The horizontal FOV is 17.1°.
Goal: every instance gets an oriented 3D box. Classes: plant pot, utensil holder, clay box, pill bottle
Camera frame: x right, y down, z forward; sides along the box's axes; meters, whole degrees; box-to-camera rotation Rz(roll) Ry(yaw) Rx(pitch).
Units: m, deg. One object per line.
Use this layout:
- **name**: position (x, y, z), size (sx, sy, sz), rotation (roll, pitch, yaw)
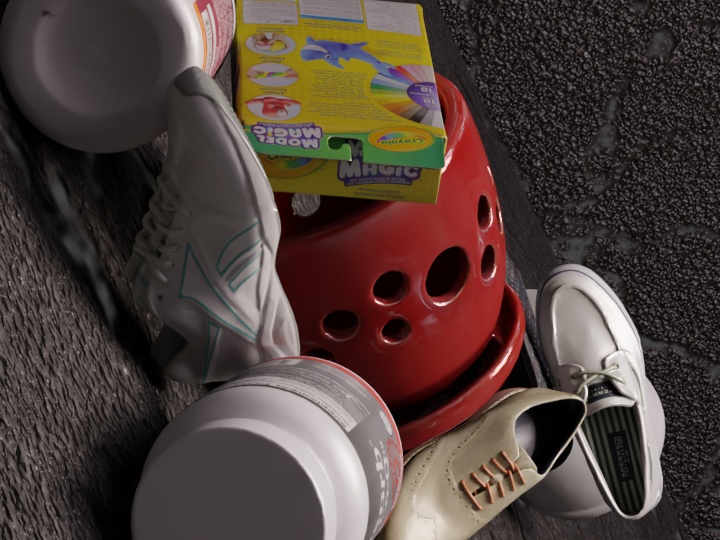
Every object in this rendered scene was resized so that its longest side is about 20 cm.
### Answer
- **plant pot**: position (0.000, 0.000, 1.460), size (0.201, 0.200, 0.183), rotation (-96, 163, -59)
- **utensil holder**: position (0.180, 0.126, 2.237), size (0.200, 0.169, 0.171), rotation (45, 24, -61)
- **clay box**: position (-0.015, -0.095, 1.358), size (0.200, 0.114, 0.048), rotation (-95, -169, -58)
- **pill bottle**: position (-0.047, 0.111, 1.202), size (0.200, 0.115, 0.116), rotation (-30, 97, -80)
- **pill bottle**: position (-0.128, -0.136, 1.331), size (0.200, 0.109, 0.110), rotation (-71, 138, -75)

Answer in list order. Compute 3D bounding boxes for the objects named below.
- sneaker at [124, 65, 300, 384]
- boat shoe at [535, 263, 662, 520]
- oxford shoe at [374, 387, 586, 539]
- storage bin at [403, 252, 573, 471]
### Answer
- **sneaker**: position (-0.084, -0.014, 1.257), size (0.071, 0.080, 0.201), rotation (-121, -163, -49)
- **boat shoe**: position (0.186, 0.092, 1.803), size (0.067, 0.073, 0.201), rotation (-48, 116, -82)
- **oxford shoe**: position (0.080, 0.141, 1.667), size (0.200, 0.074, 0.071), rotation (-44, 105, -33)
- **storage bin**: position (0.069, 0.069, 1.850), size (0.094, 0.135, 0.201), rotation (53, 17, -54)
